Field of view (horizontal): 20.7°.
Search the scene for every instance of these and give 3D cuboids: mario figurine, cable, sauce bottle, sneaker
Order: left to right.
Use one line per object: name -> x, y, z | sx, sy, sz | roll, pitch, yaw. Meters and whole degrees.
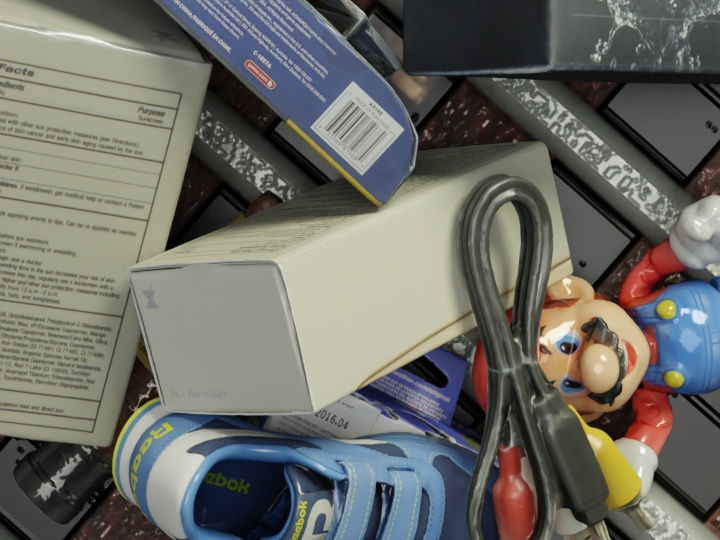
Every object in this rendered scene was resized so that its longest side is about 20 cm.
sauce bottle -> -0.098, 0.047, 1.017 | 0.200, 0.066, 0.066 | -43, 91, 4
sneaker -> -0.014, 0.112, 0.918 | 0.199, 0.082, 0.074 | 9, 96, -19
cable -> 0.070, 0.058, 0.923 | 0.097, 0.050, 0.201 | -25, 101, -16
mario figurine -> 0.155, 0.042, 0.981 | 0.199, 0.106, 0.124 | -10, 58, -6

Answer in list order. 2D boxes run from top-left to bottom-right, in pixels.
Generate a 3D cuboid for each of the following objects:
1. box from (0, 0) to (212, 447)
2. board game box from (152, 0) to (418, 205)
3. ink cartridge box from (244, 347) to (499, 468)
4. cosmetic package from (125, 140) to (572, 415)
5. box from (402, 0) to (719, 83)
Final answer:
box -> -0.163, -0.033, 0.930 | 0.127, 0.109, 0.201 | 10, 110, -22
board game box -> -0.051, -0.131, 0.945 | 0.200, 0.200, 0.062 | 42, 96, -11
ink cartridge box -> -0.008, 0.128, 1.004 | 0.136, 0.076, 0.201 | 27, 96, -11
cosmetic package -> 0.000, 0.000, 0.931 | 0.103, 0.200, 0.073 | -2, 107, 44
box -> 0.130, -0.189, 0.922 | 0.196, 0.117, 0.201 | -3, 96, -33
